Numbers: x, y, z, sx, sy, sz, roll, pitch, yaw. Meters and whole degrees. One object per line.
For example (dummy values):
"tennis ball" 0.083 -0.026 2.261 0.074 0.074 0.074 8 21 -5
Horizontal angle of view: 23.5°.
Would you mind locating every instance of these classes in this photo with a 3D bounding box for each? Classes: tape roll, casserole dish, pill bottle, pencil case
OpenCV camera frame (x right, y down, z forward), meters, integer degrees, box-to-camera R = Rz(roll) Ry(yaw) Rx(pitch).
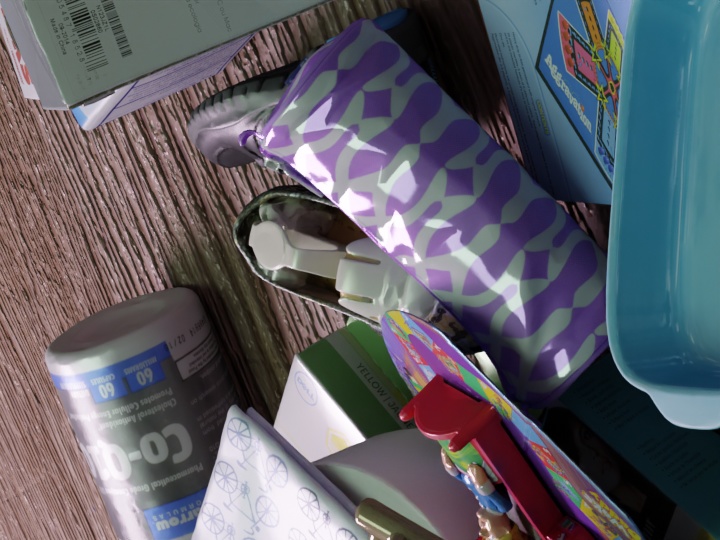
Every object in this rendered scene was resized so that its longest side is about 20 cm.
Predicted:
"tape roll" 0.025 0.191 0.950 0.201 0.070 0.205 18 115 43
"casserole dish" 0.145 -0.040 0.658 0.121 0.038 0.202 -3 81 63
"pill bottle" -0.129 0.125 1.187 0.113 0.113 0.202 0 115 55
"pencil case" 0.038 -0.026 0.802 0.200 0.086 0.084 43 176 0

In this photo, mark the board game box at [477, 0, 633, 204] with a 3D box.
"board game box" 0.088 -0.124 0.760 0.103 0.019 0.202 10 122 55

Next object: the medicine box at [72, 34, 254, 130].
"medicine box" -0.123 -0.203 0.929 0.183 0.102 0.200 60 148 2

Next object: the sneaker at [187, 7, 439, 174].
"sneaker" -0.026 -0.072 0.918 0.199 0.073 0.083 -13 102 58

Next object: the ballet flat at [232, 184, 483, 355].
"ballet flat" 0.000 0.000 0.927 0.199 0.072 0.073 21 131 45

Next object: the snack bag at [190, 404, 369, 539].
"snack bag" -0.032 0.202 0.947 0.188 0.021 0.201 40 128 31

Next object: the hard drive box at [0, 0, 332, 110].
"hard drive box" -0.075 -0.180 0.771 0.157 0.199 0.077 70 164 -12

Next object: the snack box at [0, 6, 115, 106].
"snack box" -0.182 -0.185 0.905 0.072 0.024 0.202 14 125 52

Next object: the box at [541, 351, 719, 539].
"box" 0.168 0.134 0.820 0.200 0.049 0.083 42 144 29

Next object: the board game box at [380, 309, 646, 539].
"board game box" 0.065 0.106 0.821 0.200 0.039 0.158 44 167 17

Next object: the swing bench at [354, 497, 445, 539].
"swing bench" 0.066 0.240 0.785 0.198 0.130 0.200 15 126 14

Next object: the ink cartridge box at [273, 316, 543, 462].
"ink cartridge box" 0.020 0.090 1.007 0.146 0.048 0.201 49 149 21
